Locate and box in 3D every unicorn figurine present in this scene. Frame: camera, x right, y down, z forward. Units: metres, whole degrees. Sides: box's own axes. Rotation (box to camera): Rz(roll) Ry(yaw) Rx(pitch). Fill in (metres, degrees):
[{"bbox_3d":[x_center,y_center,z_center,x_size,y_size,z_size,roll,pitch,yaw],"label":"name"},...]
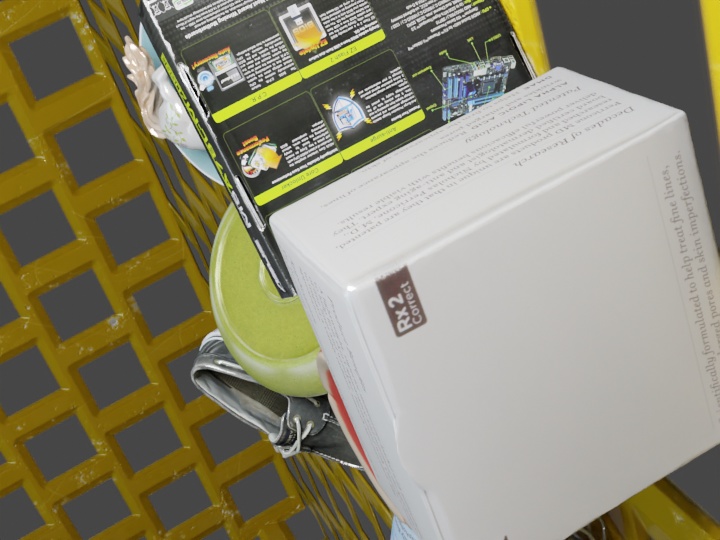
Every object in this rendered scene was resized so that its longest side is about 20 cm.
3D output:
[{"bbox_3d":[-0.099,-0.113,0.896,0.199,0.073,0.139,28,127,41],"label":"unicorn figurine"}]

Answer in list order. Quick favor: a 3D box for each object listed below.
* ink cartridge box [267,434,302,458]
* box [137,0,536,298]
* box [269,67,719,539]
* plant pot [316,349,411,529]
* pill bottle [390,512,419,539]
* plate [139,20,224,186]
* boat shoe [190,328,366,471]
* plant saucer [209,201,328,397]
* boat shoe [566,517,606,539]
[{"bbox_3d":[-0.013,0.069,1.105,0.088,0.198,0.146,-109,-3,-60],"label":"ink cartridge box"},{"bbox_3d":[-0.003,-0.114,0.701,0.195,0.199,0.047,62,166,-6],"label":"box"},{"bbox_3d":[0.084,0.027,0.646,0.131,0.198,0.201,43,157,61],"label":"box"},{"bbox_3d":[0.077,0.079,0.840,0.201,0.176,0.201,57,166,22],"label":"plant pot"},{"bbox_3d":[0.079,0.242,1.025,0.109,0.108,0.202,49,143,45],"label":"pill bottle"},{"bbox_3d":[-0.091,-0.158,0.922,0.198,0.026,0.203,15,118,28],"label":"plate"},{"bbox_3d":[-0.060,0.126,1.012,0.198,0.071,0.073,28,126,2],"label":"boat shoe"},{"bbox_3d":[-0.052,-0.001,0.944,0.031,0.200,0.201,11,-141,-56],"label":"plant saucer"},{"bbox_3d":[0.183,0.251,1.008,0.202,0.085,0.076,62,-154,-67],"label":"boat shoe"}]
